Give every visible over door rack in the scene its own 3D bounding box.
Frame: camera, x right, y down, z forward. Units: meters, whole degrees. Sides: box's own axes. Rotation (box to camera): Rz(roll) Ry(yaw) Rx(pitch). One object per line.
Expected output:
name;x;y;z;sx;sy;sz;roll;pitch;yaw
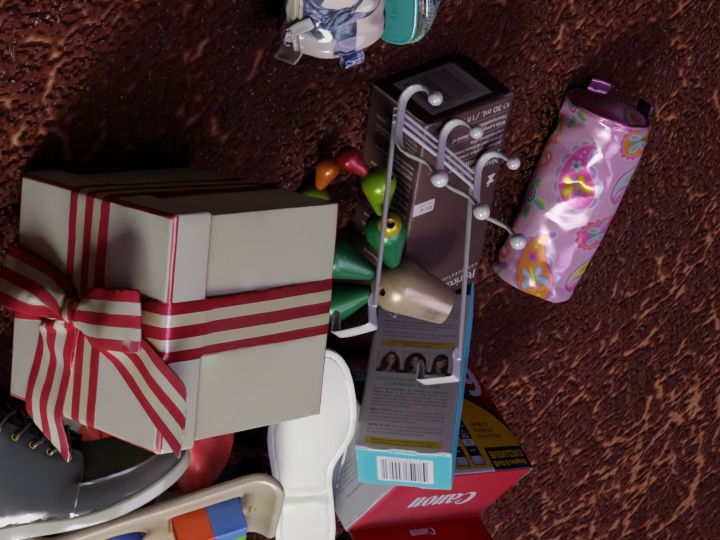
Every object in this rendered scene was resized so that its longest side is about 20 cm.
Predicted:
over door rack;0.063;-0.022;1.416;0.148;0.066;0.201;33;68;-53

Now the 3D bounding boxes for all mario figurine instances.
mario figurine;-0.198;0.142;1.446;0.199;0.107;0.123;-14;171;-13

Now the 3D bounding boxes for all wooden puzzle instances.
wooden puzzle;-0.159;0.220;1.461;0.199;0.047;0.185;-12;163;-10

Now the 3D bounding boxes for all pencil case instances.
pencil case;-0.025;-0.237;1.282;0.090;0.078;0.201;-51;152;-36
pencil case;0.193;-0.071;1.691;0.087;0.087;0.201;-7;126;-46

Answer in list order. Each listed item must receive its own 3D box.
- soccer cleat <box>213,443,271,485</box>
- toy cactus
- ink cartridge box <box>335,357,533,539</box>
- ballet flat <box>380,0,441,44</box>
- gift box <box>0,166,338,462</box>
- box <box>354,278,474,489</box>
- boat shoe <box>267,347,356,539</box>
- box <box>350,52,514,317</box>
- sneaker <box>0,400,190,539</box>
soccer cleat;-0.129;0.195;1.602;0.086;0.070;0.200;-38;153;22
toy cactus;0.000;0.000;1.488;0.164;0.102;0.200;23;120;-15
ink cartridge box;0.054;0.170;1.665;0.200;0.176;0.084;2;140;-50
ballet flat;0.037;-0.263;1.355;0.074;0.074;0.201;-26;141;-31
gift box;-0.134;0.036;1.286;0.186;0.184;0.201;-6;101;-47
box;0.048;0.090;1.577;0.049;0.082;0.201;86;11;-47
boat shoe;-0.044;0.146;1.554;0.072;0.062;0.201;2;115;-6
box;0.055;-0.069;1.542;0.100;0.075;0.201;-24;140;-33
sneaker;-0.228;0.129;1.335;0.199;0.075;0.107;-16;109;-7
